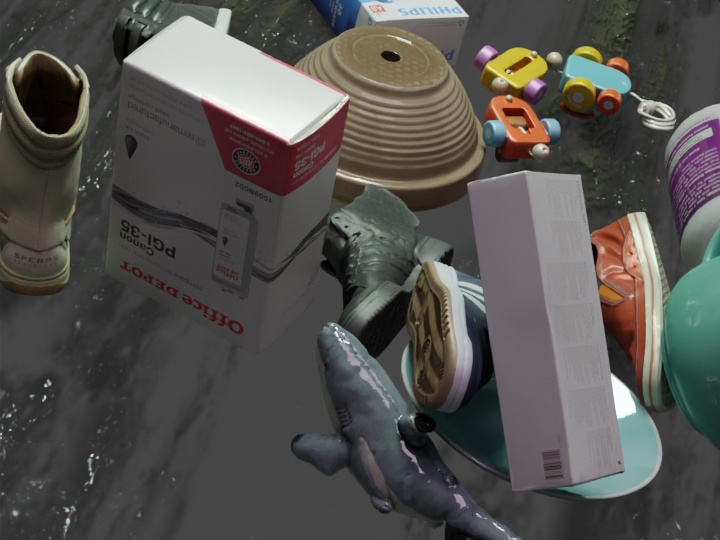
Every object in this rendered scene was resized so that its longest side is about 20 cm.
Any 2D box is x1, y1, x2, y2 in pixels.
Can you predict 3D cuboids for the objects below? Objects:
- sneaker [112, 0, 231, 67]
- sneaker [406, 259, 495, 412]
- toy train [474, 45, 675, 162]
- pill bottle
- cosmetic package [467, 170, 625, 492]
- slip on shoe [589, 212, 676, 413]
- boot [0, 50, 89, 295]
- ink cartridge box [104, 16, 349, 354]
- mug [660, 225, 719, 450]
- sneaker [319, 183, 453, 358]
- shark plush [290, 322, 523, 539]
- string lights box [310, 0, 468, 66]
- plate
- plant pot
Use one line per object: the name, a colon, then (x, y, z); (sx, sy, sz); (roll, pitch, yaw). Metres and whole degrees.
sneaker: (-0.170, -0.176, 1.529); (0.098, 0.071, 0.200); (9, 31, -3)
sneaker: (0.093, 0.052, 1.222); (0.108, 0.071, 0.200); (18, 17, -7)
toy train: (0.176, -0.139, 1.599); (0.199, 0.056, 0.151); (-7, 47, -29)
pill bottle: (0.316, -0.043, 1.470); (0.111, 0.113, 0.201); (10, 37, -5)
cosmetic package: (0.121, 0.039, 1.162); (0.050, 0.202, 0.082); (-11, -6, 34)
slip on shoe: (0.212, 0.035, 1.384); (0.061, 0.074, 0.201); (-17, 42, 13)
boot: (-0.243, -0.100, 1.328); (0.072, 0.155, 0.201); (1, 39, -17)
ink cartridge box: (-0.099, -0.058, 1.285); (0.146, 0.201, 0.083); (27, 42, 17)
mug: (0.292, 0.054, 1.308); (0.114, 0.153, 0.185); (-23, 18, 27)
sneaker: (0.001, -0.003, 1.364); (0.104, 0.060, 0.200); (27, 34, 16)
shark plush: (0.026, 0.124, 1.183); (0.090, 0.084, 0.200); (-9, 42, -28)
string lights box: (0.011, -0.270, 1.712); (0.102, 0.059, 0.200); (-7, 42, -27)
plate: (0.119, 0.104, 1.272); (0.199, 0.026, 0.201); (17, 30, -10)
plant pot: (0.016, -0.145, 1.524); (0.199, 0.093, 0.201); (8, 37, -6)
